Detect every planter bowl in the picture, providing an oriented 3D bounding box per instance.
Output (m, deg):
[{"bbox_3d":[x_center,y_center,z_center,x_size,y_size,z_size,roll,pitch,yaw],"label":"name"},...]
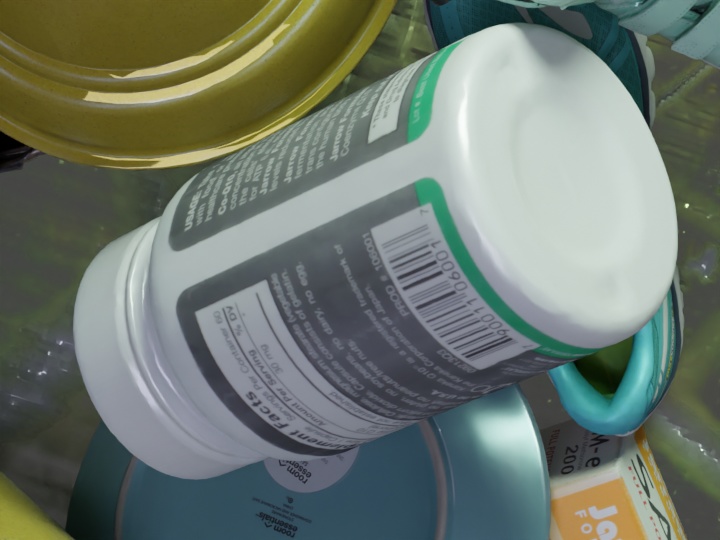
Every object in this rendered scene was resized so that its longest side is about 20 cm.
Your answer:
[{"bbox_3d":[-0.082,-0.141,1.035,0.200,0.083,0.201,-1,82,8],"label":"planter bowl"}]

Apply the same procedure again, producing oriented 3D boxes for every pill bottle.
[{"bbox_3d":[0.000,0.000,1.027,0.200,0.113,0.113,-23,104,39],"label":"pill bottle"}]

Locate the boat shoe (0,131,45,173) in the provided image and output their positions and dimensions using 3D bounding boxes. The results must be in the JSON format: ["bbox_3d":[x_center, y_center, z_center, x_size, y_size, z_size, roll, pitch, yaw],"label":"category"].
[{"bbox_3d":[-0.146,-0.072,1.115,0.200,0.073,0.075,-18,104,15],"label":"boat shoe"}]

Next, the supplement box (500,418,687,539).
[{"bbox_3d":[0.034,0.147,1.154,0.200,0.074,0.126,-21,103,16],"label":"supplement box"}]

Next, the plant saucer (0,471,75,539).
[{"bbox_3d":[-0.137,0.160,1.151,0.048,0.200,0.200,-13,109,-21],"label":"plant saucer"}]

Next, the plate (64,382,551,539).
[{"bbox_3d":[-0.027,0.094,1.112,0.200,0.026,0.201,-8,69,22],"label":"plate"}]

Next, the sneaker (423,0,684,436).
[{"bbox_3d":[0.075,-0.035,1.084,0.077,0.080,0.200,-16,104,15],"label":"sneaker"}]

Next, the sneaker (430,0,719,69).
[{"bbox_3d":[0.100,-0.096,1.006,0.200,0.118,0.074,29,121,-5],"label":"sneaker"}]
